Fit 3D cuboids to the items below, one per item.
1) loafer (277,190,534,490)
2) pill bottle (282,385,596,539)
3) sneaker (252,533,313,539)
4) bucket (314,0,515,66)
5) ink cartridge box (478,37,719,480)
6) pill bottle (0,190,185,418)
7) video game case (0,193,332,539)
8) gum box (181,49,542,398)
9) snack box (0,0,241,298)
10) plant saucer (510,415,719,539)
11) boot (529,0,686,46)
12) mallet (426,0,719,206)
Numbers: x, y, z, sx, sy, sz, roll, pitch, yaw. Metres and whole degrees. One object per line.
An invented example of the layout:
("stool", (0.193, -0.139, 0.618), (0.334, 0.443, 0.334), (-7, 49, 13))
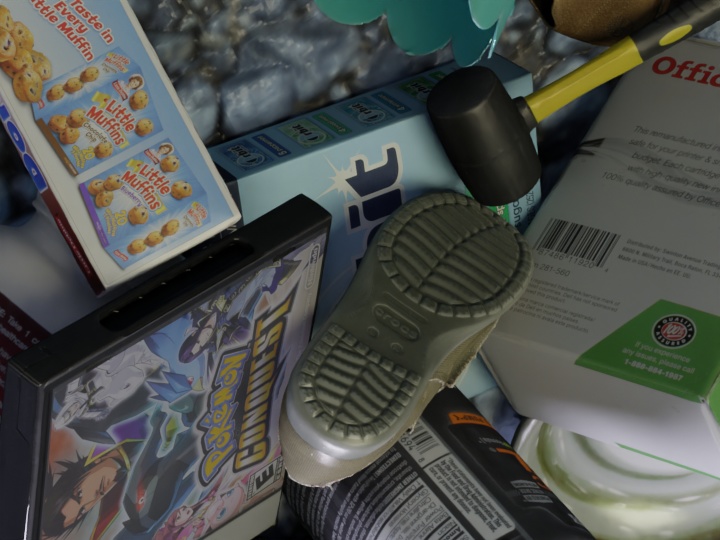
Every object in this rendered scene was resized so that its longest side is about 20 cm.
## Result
("loafer", (0.014, 0.032, 1.255), (0.200, 0.075, 0.070), (-45, 171, -45))
("pill bottle", (0.053, 0.141, 1.275), (0.106, 0.200, 0.107), (-22, 136, -23))
("sneaker", (-0.005, 0.166, 1.373), (0.199, 0.091, 0.076), (-20, 119, -26))
("bucket", (0.003, -0.196, 1.144), (0.207, 0.207, 0.135), (35, 82, -39))
("ink cartridge box", (0.170, -0.010, 1.334), (0.200, 0.146, 0.084), (-56, 141, -21))
("pill bottle", (-0.164, 0.055, 1.202), (0.200, 0.113, 0.113), (-51, 129, -2))
("video game case", (-0.093, 0.081, 1.193), (0.180, 0.025, 0.201), (-31, 145, -39))
("gum box", (0.000, 0.000, 1.328), (0.199, 0.045, 0.171), (-22, 122, -24))
("snack box", (-0.130, -0.093, 1.150), (0.072, 0.024, 0.201), (-29, 93, -20))
("plant saucer", (0.178, 0.086, 1.449), (0.199, 0.050, 0.201), (-2, 138, -2))
("boot", (0.138, -0.202, 1.273), (0.075, 0.074, 0.201), (5, 111, -28))
("mallet", (0.122, -0.110, 1.274), (0.200, 0.041, 0.066), (-36, 125, 6))
